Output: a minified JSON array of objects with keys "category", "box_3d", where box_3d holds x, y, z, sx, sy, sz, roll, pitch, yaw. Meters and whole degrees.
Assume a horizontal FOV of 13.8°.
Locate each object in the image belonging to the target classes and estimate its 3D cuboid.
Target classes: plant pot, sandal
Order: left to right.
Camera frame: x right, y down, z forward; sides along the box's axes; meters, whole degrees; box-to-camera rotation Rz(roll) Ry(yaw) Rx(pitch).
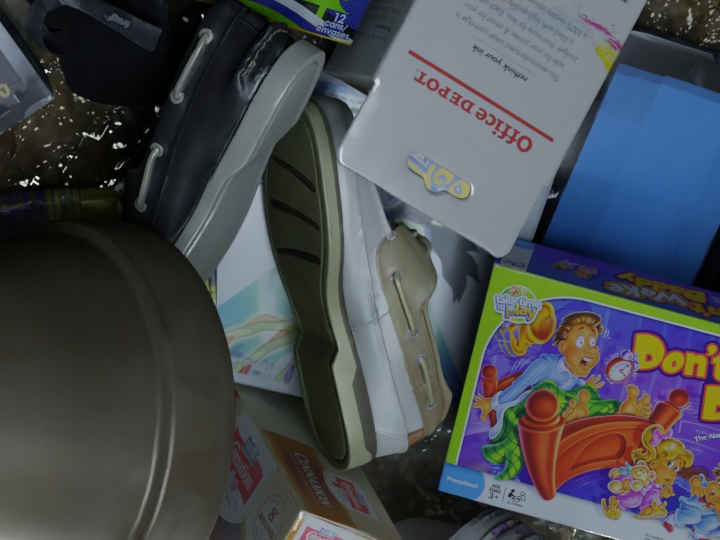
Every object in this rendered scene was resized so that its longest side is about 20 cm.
[{"category":"plant pot","box_3d":[-0.185,0.068,1.392,0.173,0.200,0.200,7,115,-44]},{"category":"sandal","box_3d":[-0.124,-0.118,1.409,0.076,0.043,0.200,0,158,12]}]

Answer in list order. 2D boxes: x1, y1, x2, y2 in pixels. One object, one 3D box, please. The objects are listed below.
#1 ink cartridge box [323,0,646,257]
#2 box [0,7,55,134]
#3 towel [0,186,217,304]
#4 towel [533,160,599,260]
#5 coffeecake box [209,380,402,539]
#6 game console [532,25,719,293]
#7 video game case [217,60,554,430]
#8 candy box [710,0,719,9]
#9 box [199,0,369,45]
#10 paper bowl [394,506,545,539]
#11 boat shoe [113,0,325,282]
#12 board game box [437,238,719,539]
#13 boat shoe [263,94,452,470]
[{"category":"ink cartridge box","box_3d":[0.064,-0.121,1.486,0.115,0.068,0.200,30,86,-25]},{"category":"box","box_3d":[-0.266,-0.122,1.427,0.158,0.048,0.200,-34,121,1]},{"category":"towel","box_3d":[-0.168,0.026,1.532,0.199,0.023,0.144,-2,115,-8]},{"category":"towel","box_3d":[0.086,-0.005,1.615,0.086,0.018,0.200,-25,120,0]},{"category":"coffeecake box","box_3d":[-0.073,0.179,1.576,0.073,0.154,0.200,24,106,-27]},{"category":"game console","box_3d":[0.186,-0.004,1.571,0.118,0.171,0.200,-1,121,-46]},{"category":"video game case","box_3d":[-0.012,-0.017,1.560,0.200,0.022,0.183,13,111,-15]},{"category":"candy box","box_3d":[0.292,-0.158,1.578,0.200,0.056,0.117,20,108,-26]},{"category":"box","box_3d":[-0.088,-0.174,1.443,0.200,0.070,0.064,15,112,-23]},{"category":"paper bowl","box_3d":[0.028,0.216,1.621,0.104,0.201,0.201,36,105,14]},{"category":"boat shoe","box_3d":[-0.086,-0.046,1.462,0.060,0.074,0.200,37,126,9]},{"category":"board game box","box_3d":[0.153,0.074,1.557,0.200,0.045,0.135,15,113,5]},{"category":"boat shoe","box_3d":[0.000,0.000,1.525,0.068,0.075,0.200,-17,115,-22]}]
